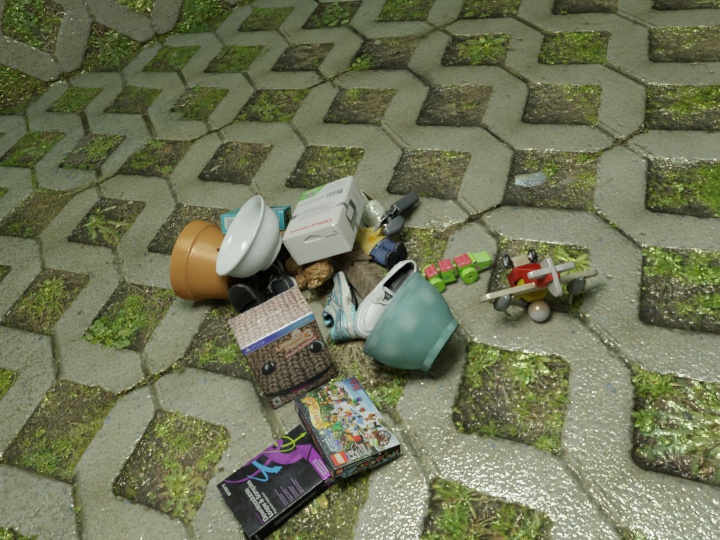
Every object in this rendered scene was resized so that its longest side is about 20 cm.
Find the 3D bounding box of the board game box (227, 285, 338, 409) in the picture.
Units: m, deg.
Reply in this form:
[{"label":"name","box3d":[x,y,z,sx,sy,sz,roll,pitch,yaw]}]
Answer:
[{"label":"board game box","box3d":[-0.156,0.161,1.476,0.159,0.201,0.097,-27,42,-9]}]

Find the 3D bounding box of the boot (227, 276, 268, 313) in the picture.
[{"label":"boot","box3d":[-0.234,0.088,1.657,0.069,0.201,0.174,-28,9,5]}]

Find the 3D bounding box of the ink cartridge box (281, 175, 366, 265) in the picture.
[{"label":"ink cartridge box","box3d":[-0.082,-0.117,1.663,0.145,0.084,0.200,-15,34,24]}]

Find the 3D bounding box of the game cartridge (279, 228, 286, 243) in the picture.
[{"label":"game cartridge","box3d":[-0.208,-0.095,1.810,0.176,0.033,0.199,-16,12,-41]}]

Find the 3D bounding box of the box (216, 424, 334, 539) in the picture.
[{"label":"box","box3d":[-0.155,0.399,1.344,0.200,0.036,0.143,-35,44,-17]}]

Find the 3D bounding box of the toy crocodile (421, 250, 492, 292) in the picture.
[{"label":"toy crocodile","box3d":[0.202,0.000,1.622,0.199,0.062,0.068,-19,41,0]}]

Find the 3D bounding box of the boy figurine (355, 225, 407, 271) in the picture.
[{"label":"boy figurine","box3d":[0.026,-0.073,1.765,0.124,0.065,0.200,-43,49,-18]}]

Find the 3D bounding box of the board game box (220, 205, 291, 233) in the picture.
[{"label":"board game box","box3d":[-0.256,-0.129,1.790,0.150,0.047,0.200,-3,9,1]}]

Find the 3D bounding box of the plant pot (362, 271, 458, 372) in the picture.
[{"label":"plant pot","box3d":[0.114,0.122,1.446,0.134,0.201,0.200,34,59,12]}]

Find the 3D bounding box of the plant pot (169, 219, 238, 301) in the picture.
[{"label":"plant pot","box3d":[-0.355,-0.014,1.753,0.139,0.201,0.201,11,49,16]}]

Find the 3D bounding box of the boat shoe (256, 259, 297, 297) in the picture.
[{"label":"boat shoe","box3d":[-0.210,0.028,1.727,0.076,0.060,0.200,-63,35,12]}]

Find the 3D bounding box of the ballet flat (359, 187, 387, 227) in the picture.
[{"label":"ballet flat","box3d":[0.021,-0.166,1.866,0.069,0.070,0.200,-31,43,-14]}]

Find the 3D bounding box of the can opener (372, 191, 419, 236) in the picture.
[{"label":"can opener","box3d":[0.098,-0.135,1.784,0.067,0.053,0.200,44,39,7]}]

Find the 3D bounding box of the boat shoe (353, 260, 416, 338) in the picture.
[{"label":"boat shoe","box3d":[0.054,0.056,1.537,0.073,0.065,0.201,32,73,-2]}]

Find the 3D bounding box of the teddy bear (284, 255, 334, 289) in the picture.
[{"label":"teddy bear","box3d":[-0.117,-0.016,1.727,0.200,0.067,0.145,-2,53,56]}]

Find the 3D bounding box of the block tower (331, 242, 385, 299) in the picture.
[{"label":"block tower","box3d":[0.000,0.000,1.677,0.054,0.058,0.200,-6,37,-33]}]

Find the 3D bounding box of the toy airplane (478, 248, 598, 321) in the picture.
[{"label":"toy airplane","box3d":[0.367,0.037,1.463,0.199,0.142,0.199,-5,9,35]}]

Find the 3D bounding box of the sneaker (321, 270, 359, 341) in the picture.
[{"label":"sneaker","box3d":[-0.052,0.079,1.621,0.086,0.078,0.200,-20,41,4]}]

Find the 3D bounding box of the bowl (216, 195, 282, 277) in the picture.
[{"label":"bowl","box3d":[-0.240,-0.061,1.614,0.201,0.090,0.202,-43,31,34]}]

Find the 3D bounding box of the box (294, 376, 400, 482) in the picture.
[{"label":"box","box3d":[-0.029,0.300,1.375,0.136,0.038,0.200,-16,38,-21]}]
